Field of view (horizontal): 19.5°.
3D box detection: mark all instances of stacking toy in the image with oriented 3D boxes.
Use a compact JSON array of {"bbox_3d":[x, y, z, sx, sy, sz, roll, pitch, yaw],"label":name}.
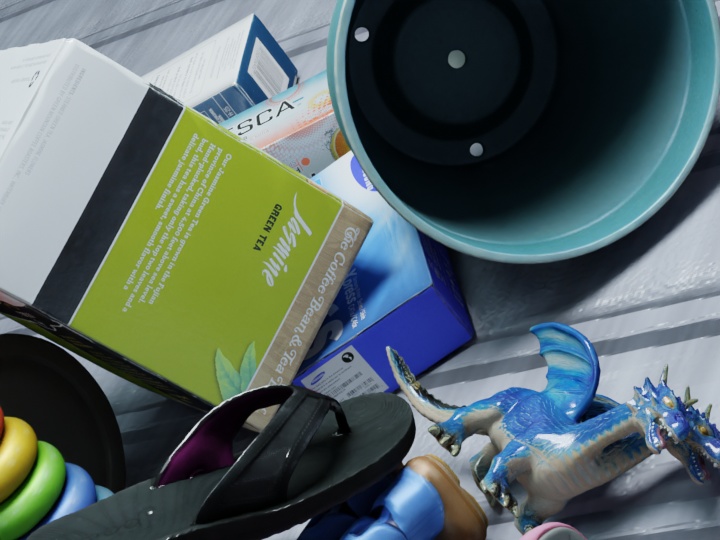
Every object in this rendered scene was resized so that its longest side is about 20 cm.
[{"bbox_3d":[-0.180,0.108,1.071,0.085,0.200,0.085,-30,27,17],"label":"stacking toy"}]

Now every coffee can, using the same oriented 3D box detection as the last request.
[{"bbox_3d":[-0.254,0.122,1.205,0.200,0.146,0.146,-13,36,42],"label":"coffee can"}]

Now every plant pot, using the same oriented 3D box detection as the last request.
[{"bbox_3d":[0.068,-0.114,1.134,0.200,0.200,0.188,-40,12,-4],"label":"plant pot"}]

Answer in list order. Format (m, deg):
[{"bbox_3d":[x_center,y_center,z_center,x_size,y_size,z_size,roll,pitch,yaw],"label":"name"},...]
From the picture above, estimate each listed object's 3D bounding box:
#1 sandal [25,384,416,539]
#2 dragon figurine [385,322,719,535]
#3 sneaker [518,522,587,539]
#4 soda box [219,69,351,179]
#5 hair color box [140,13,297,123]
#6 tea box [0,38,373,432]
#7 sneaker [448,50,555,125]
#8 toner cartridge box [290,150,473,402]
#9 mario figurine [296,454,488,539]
[{"bbox_3d":[-0.057,0.089,0.940,0.200,0.048,0.075,-22,24,-30],"label":"sandal"},{"bbox_3d":[0.089,0.065,0.959,0.099,0.059,0.200,-41,27,-5],"label":"dragon figurine"},{"bbox_3d":[0.030,0.189,0.837,0.095,0.079,0.200,-19,25,47],"label":"sneaker"},{"bbox_3d":[-0.065,-0.059,1.317,0.200,0.064,0.068,-25,29,8],"label":"soda box"},{"bbox_3d":[-0.145,-0.094,1.502,0.200,0.061,0.100,-26,29,23],"label":"hair color box"},{"bbox_3d":[-0.135,-0.020,1.149,0.134,0.197,0.200,-62,23,-8],"label":"tea box"},{"bbox_3d":[0.060,-0.174,1.308,0.081,0.115,0.199,-34,27,6],"label":"sneaker"},{"bbox_3d":[0.000,0.000,1.190,0.095,0.043,0.200,-33,27,10],"label":"toner cartridge box"},{"bbox_3d":[-0.029,0.174,0.950,0.200,0.106,0.123,-40,-12,-26],"label":"mario figurine"}]
